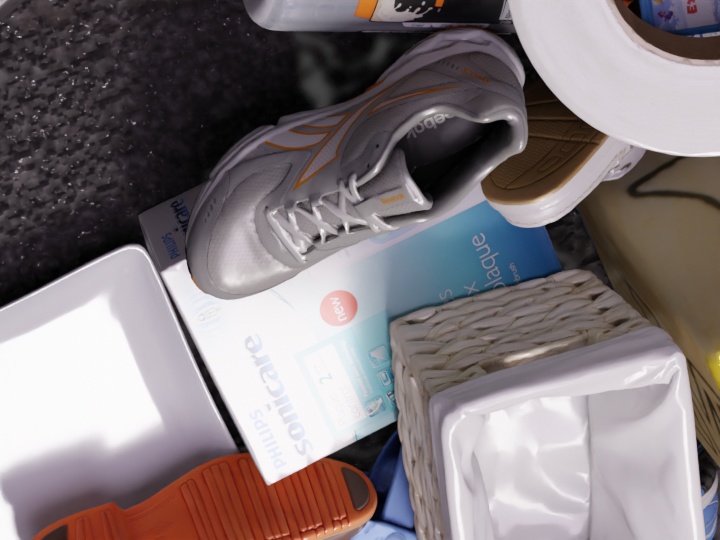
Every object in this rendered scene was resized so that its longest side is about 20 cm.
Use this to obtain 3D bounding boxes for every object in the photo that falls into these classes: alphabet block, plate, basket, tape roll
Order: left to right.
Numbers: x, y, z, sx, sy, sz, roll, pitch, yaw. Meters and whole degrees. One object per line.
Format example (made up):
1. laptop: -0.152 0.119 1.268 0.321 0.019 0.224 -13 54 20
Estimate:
1. plate: -0.175 0.101 1.355 0.199 0.032 0.201 -26 117 -5
2. basket: 0.098 0.113 1.293 0.135 0.123 0.201 -14 120 -10
3. tape roll: 0.167 -0.153 1.172 0.201 0.037 0.204 0 115 1
4. alphabet block: 0.256 0.012 1.329 0.195 0.200 0.197 -31 126 0

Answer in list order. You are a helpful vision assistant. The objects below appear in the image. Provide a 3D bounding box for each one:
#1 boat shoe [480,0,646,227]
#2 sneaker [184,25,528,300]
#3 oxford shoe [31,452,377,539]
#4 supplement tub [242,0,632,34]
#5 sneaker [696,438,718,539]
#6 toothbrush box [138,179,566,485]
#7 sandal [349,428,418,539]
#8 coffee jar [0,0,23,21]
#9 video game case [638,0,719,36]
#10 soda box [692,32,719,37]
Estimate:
1. boat shoe: 0.124 -0.076 1.287 0.070 0.200 0.070 6 130 28
2. sneaker: -0.003 -0.044 1.210 0.199 0.092 0.076 -35 115 10
3. oxford shoe: -0.086 0.157 1.359 0.199 0.072 0.073 -13 134 -4
4. supplement tub: 0.041 -0.182 1.242 0.199 0.123 0.123 -2 113 -15
5. sneaker: 0.123 0.168 1.442 0.199 0.076 0.077 -21 138 6
6. toothbrush box: 0.000 0.000 1.331 0.199 0.085 0.147 -25 116 -3
7. sandal: 0.045 0.123 1.403 0.199 0.080 0.087 -34 114 -1
8. coffee jar: -0.220 -0.211 1.177 0.104 0.085 0.200 -42 116 1
9. video game case: 0.228 -0.193 1.186 0.199 0.018 0.144 -8 119 8
10. soda box: 0.265 -0.144 1.285 0.199 0.064 0.068 -10 135 18
